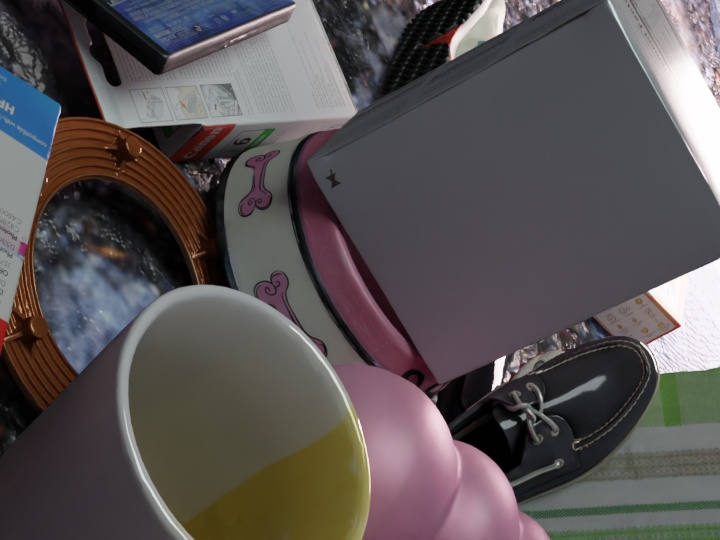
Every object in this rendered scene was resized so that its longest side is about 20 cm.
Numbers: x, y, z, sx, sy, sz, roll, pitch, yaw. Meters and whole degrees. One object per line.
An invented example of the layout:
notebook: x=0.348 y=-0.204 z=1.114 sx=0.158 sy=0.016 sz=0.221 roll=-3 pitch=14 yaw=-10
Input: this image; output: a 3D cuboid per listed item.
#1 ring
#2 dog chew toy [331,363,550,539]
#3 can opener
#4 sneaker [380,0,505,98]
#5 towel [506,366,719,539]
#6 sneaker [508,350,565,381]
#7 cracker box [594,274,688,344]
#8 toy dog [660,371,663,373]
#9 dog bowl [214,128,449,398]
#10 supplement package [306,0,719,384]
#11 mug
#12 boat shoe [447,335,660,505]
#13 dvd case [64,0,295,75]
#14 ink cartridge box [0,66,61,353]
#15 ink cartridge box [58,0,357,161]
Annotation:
ring: x=-0.128 y=0.009 z=0.907 sx=0.200 sy=0.019 sz=0.201 roll=29 pitch=52 yaw=-45
dog chew toy: x=0.028 y=0.138 z=0.897 sx=0.200 sy=0.124 sz=0.125 roll=37 pitch=40 yaw=-23
can opener: x=0.079 y=0.051 z=1.115 sx=0.079 sy=0.063 sz=0.200 roll=26 pitch=39 yaw=-6
sneaker: x=0.077 y=-0.145 z=1.270 sx=0.094 sy=0.070 sz=0.200 roll=61 pitch=31 yaw=-25
towel: x=0.164 y=0.157 z=1.008 sx=0.031 sy=0.149 sz=0.200 roll=76 pitch=13 yaw=-59
sneaker: x=0.147 y=0.127 z=1.112 sx=0.078 sy=0.082 sz=0.200 roll=45 pitch=28 yaw=-30
cracker box: x=0.180 y=-0.049 z=1.315 sx=0.200 sy=0.058 sz=0.134 roll=45 pitch=37 yaw=-19
toy dog: x=0.241 y=0.147 z=1.145 sx=0.139 sy=0.194 sz=0.200 roll=19 pitch=15 yaw=-24
dog bowl: x=0.000 y=0.000 z=1.022 sx=0.200 sy=0.074 sz=0.200 roll=42 pitch=34 yaw=-36
supplement package: x=0.102 y=-0.055 z=0.947 sx=0.156 sy=0.200 sz=0.111 roll=59 pitch=26 yaw=-10
mug: x=-0.094 y=0.123 z=0.780 sx=0.149 sy=0.153 sz=0.187 roll=2 pitch=63 yaw=-49
boat shoe: x=0.097 y=0.103 z=0.988 sx=0.073 sy=0.200 sz=0.063 roll=57 pitch=-3 yaw=15
dvd case: x=-0.153 y=-0.200 z=1.006 sx=0.200 sy=0.018 sz=0.143 roll=39 pitch=36 yaw=12
ink cartridge box: x=-0.214 y=0.003 z=0.760 sx=0.067 sy=0.116 sz=0.200 roll=34 pitch=41 yaw=-30
ink cartridge box: x=-0.104 y=-0.128 z=1.040 sx=0.200 sy=0.050 sz=0.109 roll=-9 pitch=71 yaw=-42
